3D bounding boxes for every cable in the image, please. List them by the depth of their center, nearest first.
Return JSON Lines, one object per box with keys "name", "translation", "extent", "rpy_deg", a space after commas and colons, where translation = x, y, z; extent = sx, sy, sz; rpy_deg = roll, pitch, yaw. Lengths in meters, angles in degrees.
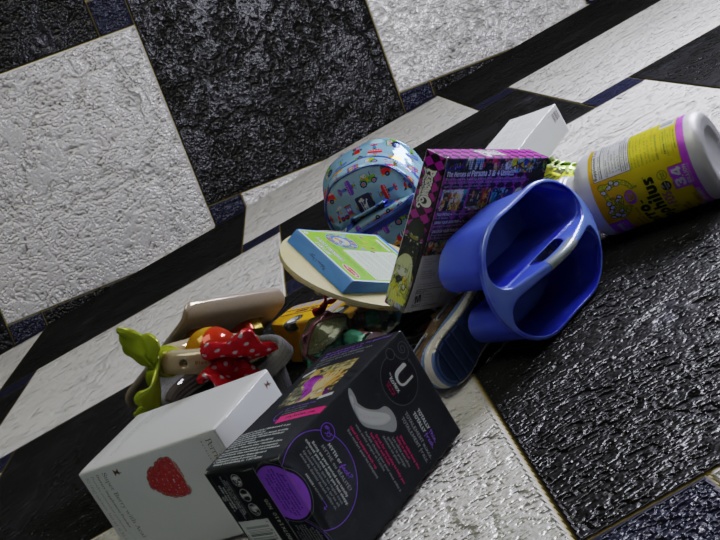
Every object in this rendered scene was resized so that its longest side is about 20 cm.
{"name": "cable", "translation": [0.053, 0.090, 1.355], "extent": [0.200, 0.050, 0.097], "rpy_deg": [-37, 12, 22]}

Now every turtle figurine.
{"name": "turtle figurine", "translation": [-0.023, 0.094, 1.282], "extent": [0.150, 0.101, 0.200], "rpy_deg": [-56, 19, -3]}

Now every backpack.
{"name": "backpack", "translation": [0.032, -0.086, 1.673], "extent": [0.182, 0.200, 0.135], "rpy_deg": [-24, 14, 19]}

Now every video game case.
{"name": "video game case", "translation": [0.123, -0.048, 1.272], "extent": [0.036, 0.182, 0.200], "rpy_deg": [29, 24, 36]}

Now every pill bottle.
{"name": "pill bottle", "translation": [0.324, -0.104, 1.323], "extent": [0.200, 0.104, 0.104], "rpy_deg": [-22, 15, 34]}

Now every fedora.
{"name": "fedora", "translation": [-0.162, 0.159, 1.410], "extent": [0.200, 0.090, 0.177], "rpy_deg": [-20, 16, 16]}

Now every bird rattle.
{"name": "bird rattle", "translation": [-0.181, 0.094, 1.317], "extent": [0.200, 0.113, 0.163], "rpy_deg": [-15, 5, 22]}

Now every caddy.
{"name": "caddy", "translation": [0.179, -0.010, 1.193], "extent": [0.105, 0.141, 0.200], "rpy_deg": [-16, 20, 49]}

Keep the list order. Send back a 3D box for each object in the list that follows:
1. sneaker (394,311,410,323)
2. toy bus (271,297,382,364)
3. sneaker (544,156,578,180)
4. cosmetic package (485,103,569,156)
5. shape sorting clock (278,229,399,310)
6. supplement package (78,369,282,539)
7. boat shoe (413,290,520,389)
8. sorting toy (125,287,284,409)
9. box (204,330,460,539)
{"name": "sneaker", "translation": [0.032, 0.001, 1.467], "extent": [0.200, 0.095, 0.079], "rpy_deg": [-74, 8, -79]}
{"name": "toy bus", "translation": [-0.039, 0.077, 1.517], "extent": [0.078, 0.065, 0.200], "rpy_deg": [-38, 14, -37]}
{"name": "sneaker", "translation": [0.280, -0.118, 1.533], "extent": [0.200, 0.076, 0.075], "rpy_deg": [-18, 16, 38]}
{"name": "cosmetic package", "translation": [0.206, -0.149, 1.535], "extent": [0.082, 0.051, 0.200], "rpy_deg": [-12, 27, 43]}
{"name": "shape sorting clock", "translation": [0.000, 0.000, 1.340], "extent": [0.200, 0.200, 0.039], "rpy_deg": [-68, -3, -70]}
{"name": "supplement package", "translation": [-0.167, 0.205, 1.177], "extent": [0.200, 0.121, 0.120], "rpy_deg": [-22, 14, 32]}
{"name": "boat shoe", "translation": [0.113, 0.057, 1.242], "extent": [0.072, 0.072, 0.200], "rpy_deg": [-17, 18, 48]}
{"name": "sorting toy", "translation": [-0.208, 0.112, 1.540], "extent": [0.185, 0.036, 0.200], "rpy_deg": [-8, -38, -50]}
{"name": "box", "translation": [-0.021, 0.163, 1.016], "extent": [0.106, 0.122, 0.200], "rpy_deg": [-18, 17, 44]}
